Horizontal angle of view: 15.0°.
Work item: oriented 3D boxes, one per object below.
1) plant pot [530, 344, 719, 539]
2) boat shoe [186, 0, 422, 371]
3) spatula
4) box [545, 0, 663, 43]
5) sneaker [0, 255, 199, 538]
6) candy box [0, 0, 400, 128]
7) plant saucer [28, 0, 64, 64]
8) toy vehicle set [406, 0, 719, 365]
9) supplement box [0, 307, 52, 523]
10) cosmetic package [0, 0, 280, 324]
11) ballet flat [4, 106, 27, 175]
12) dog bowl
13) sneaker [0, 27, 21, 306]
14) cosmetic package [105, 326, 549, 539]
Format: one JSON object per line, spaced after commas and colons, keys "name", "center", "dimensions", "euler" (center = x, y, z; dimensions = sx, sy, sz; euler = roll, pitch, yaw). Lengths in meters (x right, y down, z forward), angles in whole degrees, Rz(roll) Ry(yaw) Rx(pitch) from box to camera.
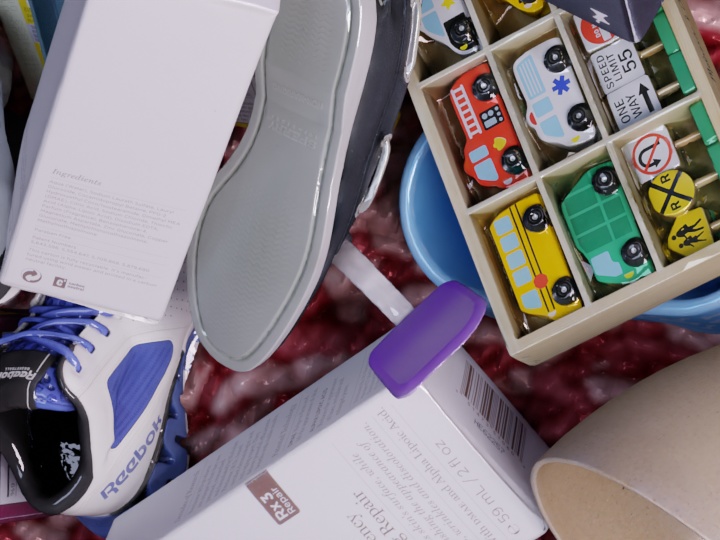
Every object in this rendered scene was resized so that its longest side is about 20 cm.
{"name": "plant pot", "center": [0.187, 0.100, 1.107], "dimensions": [0.200, 0.201, 0.134], "euler": [39, 74, 21]}
{"name": "boat shoe", "center": [-0.020, -0.048, 1.199], "dimensions": [0.076, 0.060, 0.201], "euler": [36, 120, 27]}
{"name": "spatula", "center": [0.000, 0.000, 1.220], "dimensions": [0.057, 0.021, 0.200], "euler": [-43, 36, -2]}
{"name": "box", "center": [0.078, -0.236, 1.137], "dimensions": [0.199, 0.123, 0.199], "euler": [28, 77, 23]}
{"name": "sneaker", "center": [-0.127, 0.029, 1.283], "dimensions": [0.080, 0.115, 0.201], "euler": [3, 88, 25]}
{"name": "candy box", "center": [-0.083, -0.114, 1.279], "dimensions": [0.199, 0.102, 0.026], "euler": [9, 50, 26]}
{"name": "plant saucer", "center": [-0.124, -0.152, 1.228], "dimensions": [0.070, 0.019, 0.201], "euler": [10, 136, 20]}
{"name": "toy vehicle set", "center": [0.089, -0.075, 1.171], "dimensions": [0.124, 0.026, 0.201], "euler": [-28, 67, 18]}
{"name": "supplement box", "center": [-0.242, 0.069, 1.295], "dimensions": [0.130, 0.200, 0.104], "euler": [2, 91, 26]}
{"name": "cosmetic package", "center": [-0.094, -0.087, 1.185], "dimensions": [0.081, 0.113, 0.200], "euler": [15, 138, -12]}
{"name": "ballet flat", "center": [-0.257, -0.067, 1.375], "dimensions": [0.199, 0.073, 0.073], "euler": [13, 96, 25]}
{"name": "dog bowl", "center": [0.107, -0.029, 1.205], "dimensions": [0.199, 0.050, 0.112], "euler": [3, 92, 26]}
{"name": "sneaker", "center": [-0.198, -0.065, 1.274], "dimensions": [0.073, 0.080, 0.201], "euler": [-12, 53, -2]}
{"name": "cosmetic package", "center": [-0.018, 0.116, 1.237], "dimensions": [0.200, 0.074, 0.102], "euler": [-37, 105, 22]}
